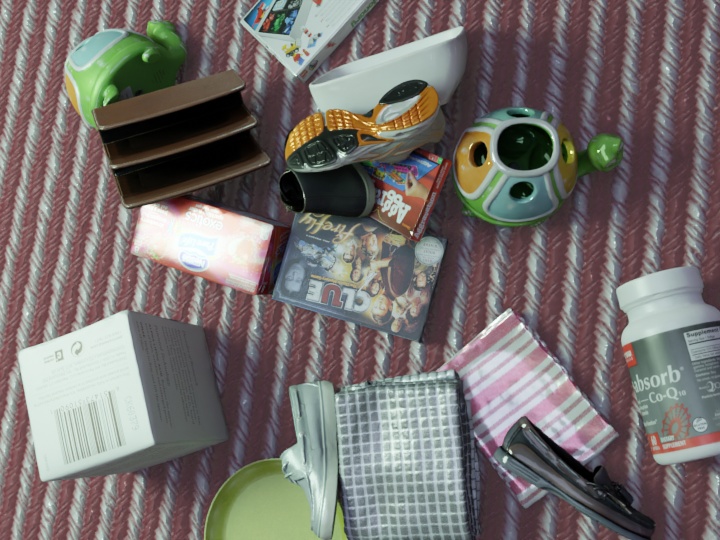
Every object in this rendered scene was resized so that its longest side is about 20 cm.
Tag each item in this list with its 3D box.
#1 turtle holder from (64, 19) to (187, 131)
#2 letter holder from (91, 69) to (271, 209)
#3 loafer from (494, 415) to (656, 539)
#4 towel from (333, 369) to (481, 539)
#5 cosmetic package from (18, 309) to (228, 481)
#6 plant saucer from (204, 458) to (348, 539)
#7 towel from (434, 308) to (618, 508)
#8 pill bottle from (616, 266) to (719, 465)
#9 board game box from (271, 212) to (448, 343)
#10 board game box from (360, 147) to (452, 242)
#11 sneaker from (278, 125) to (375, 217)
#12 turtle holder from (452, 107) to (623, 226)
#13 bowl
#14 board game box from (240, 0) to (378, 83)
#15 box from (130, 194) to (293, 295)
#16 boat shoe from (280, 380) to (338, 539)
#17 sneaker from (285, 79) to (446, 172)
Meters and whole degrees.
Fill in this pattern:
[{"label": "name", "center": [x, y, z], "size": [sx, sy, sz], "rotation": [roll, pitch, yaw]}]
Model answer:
[{"label": "turtle holder", "center": [-0.332, -0.284, 1.277], "size": [0.131, 0.141, 0.187], "rotation": [34, 93, 24]}, {"label": "letter holder", "center": [-0.230, -0.170, 1.177], "size": [0.198, 0.101, 0.142], "rotation": [-19, 31, -12]}, {"label": "loafer", "center": [0.252, 0.238, 1.035], "size": [0.199, 0.072, 0.063], "rotation": [29, 91, 7]}, {"label": "towel", "center": [0.055, 0.227, 1.090], "size": [0.164, 0.085, 0.203], "rotation": [-8, 85, 21]}, {"label": "cosmetic package", "center": [-0.296, 0.162, 1.160], "size": [0.163, 0.200, 0.167], "rotation": [-19, 76, 13]}, {"label": "plant saucer", "center": [-0.104, 0.343, 1.161], "size": [0.198, 0.031, 0.203], "rotation": [-3, 80, 15]}, {"label": "towel", "center": [0.192, 0.165, 1.100], "size": [0.146, 0.030, 0.201], "rotation": [-41, 72, 8]}, {"label": "pill bottle", "center": [0.358, 0.106, 1.014], "size": [0.115, 0.116, 0.202], "rotation": [-16, 76, 14]}, {"label": "board game box", "center": [0.000, 0.000, 1.162], "size": [0.198, 0.035, 0.137], "rotation": [15, 86, 6]}, {"label": "board game box", "center": [0.028, -0.118, 1.143], "size": [0.200, 0.019, 0.104], "rotation": [33, 105, 49]}, {"label": "sneaker", "center": [-0.072, -0.135, 1.157], "size": [0.200, 0.105, 0.075], "rotation": [45, 128, 46]}, {"label": "turtle holder", "center": [0.203, -0.121, 1.077], "size": [0.184, 0.132, 0.142], "rotation": [24, 81, 4]}, {"label": "bowl", "center": [0.045, -0.237, 1.141], "size": [0.198, 0.200, 0.075], "rotation": [-15, 107, 13]}, {"label": "board game box", "center": [-0.058, -0.377, 1.263], "size": [0.200, 0.035, 0.126], "rotation": [-46, 72, 5]}, {"label": "box", "center": [-0.191, -0.039, 1.209], "size": [0.198, 0.100, 0.097], "rotation": [17, 95, 18]}, {"label": "boat shoe", "center": [-0.064, 0.232, 1.120], "size": [0.071, 0.070, 0.203], "rotation": [-1, 57, -4]}, {"label": "sneaker", "center": [0.010, -0.148, 1.068], "size": [0.198, 0.092, 0.077], "rotation": [-15, 64, 18]}]
